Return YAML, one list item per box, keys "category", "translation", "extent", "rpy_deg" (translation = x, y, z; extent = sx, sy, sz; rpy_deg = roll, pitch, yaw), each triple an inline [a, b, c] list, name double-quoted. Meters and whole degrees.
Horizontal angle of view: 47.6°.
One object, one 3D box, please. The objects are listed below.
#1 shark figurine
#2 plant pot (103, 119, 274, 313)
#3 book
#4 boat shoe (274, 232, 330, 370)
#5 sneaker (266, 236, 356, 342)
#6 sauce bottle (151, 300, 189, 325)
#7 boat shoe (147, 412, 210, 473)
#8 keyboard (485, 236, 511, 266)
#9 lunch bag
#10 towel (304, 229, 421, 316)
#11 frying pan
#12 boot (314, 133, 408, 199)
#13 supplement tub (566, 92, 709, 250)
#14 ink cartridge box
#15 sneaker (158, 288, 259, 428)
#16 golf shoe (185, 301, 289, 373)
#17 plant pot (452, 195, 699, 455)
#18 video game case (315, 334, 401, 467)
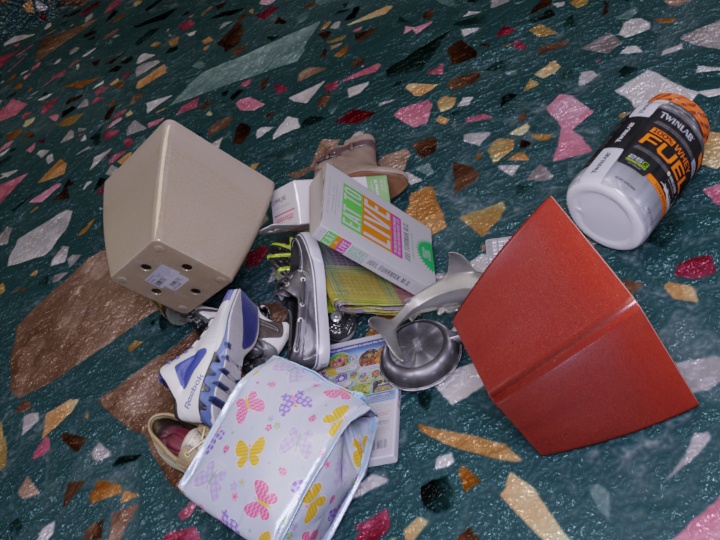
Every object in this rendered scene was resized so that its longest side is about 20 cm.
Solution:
- category: "shark figurine"
  translation: [0.107, 0.024, 1.056]
  extent: [0.210, 0.091, 0.129]
  rpy_deg: [-15, 35, 0]
- category: "plant pot"
  translation: [-0.265, -0.059, 1.209]
  extent: [0.198, 0.198, 0.180]
  rpy_deg: [-31, 44, 38]
- category: "book"
  translation: [0.018, -0.051, 1.162]
  extent: [0.048, 0.198, 0.135]
  rpy_deg: [-46, 28, 32]
- category: "boat shoe"
  translation: [-0.087, 0.040, 1.131]
  extent: [0.065, 0.070, 0.204]
  rpy_deg: [2, 69, -22]
- category: "sneaker"
  translation: [-0.066, 0.033, 1.223]
  extent: [0.075, 0.077, 0.201]
  rpy_deg: [-31, 57, -13]
- category: "sauce bottle"
  translation: [-0.339, 0.024, 1.402]
  extent: [0.064, 0.065, 0.199]
  rpy_deg: [-38, 41, -12]
- category: "boat shoe"
  translation: [-0.216, 0.241, 1.089]
  extent: [0.197, 0.067, 0.075]
  rpy_deg: [8, 51, 37]
- category: "keyboard"
  translation: [0.202, 0.017, 1.101]
  extent: [0.055, 0.011, 0.202]
  rpy_deg: [-13, 38, 15]
- category: "lunch bag"
  translation: [-0.084, 0.218, 0.961]
  extent: [0.167, 0.127, 0.203]
  rpy_deg: [19, 74, 32]
- category: "towel"
  translation: [0.000, 0.000, 1.193]
  extent: [0.141, 0.023, 0.201]
  rpy_deg: [2, 34, -23]
- category: "frying pan"
  translation: [0.110, 0.103, 1.054]
  extent: [0.186, 0.031, 0.116]
  rpy_deg: [-6, 44, 22]
- category: "boot"
  translation: [0.003, -0.181, 1.408]
  extent: [0.196, 0.071, 0.148]
  rpy_deg: [-7, 42, 25]
- category: "supplement tub"
  translation: [0.372, -0.136, 1.084]
  extent: [0.121, 0.124, 0.200]
  rpy_deg: [21, 60, 44]
- category: "ink cartridge box"
  translation: [-0.065, -0.100, 1.254]
  extent: [0.196, 0.069, 0.117]
  rpy_deg: [-7, -3, -26]
- category: "sneaker"
  translation: [-0.215, 0.120, 1.112]
  extent: [0.113, 0.081, 0.203]
  rpy_deg: [-4, 56, 22]
- category: "golf shoe"
  translation: [-0.184, 0.088, 1.240]
  extent: [0.198, 0.079, 0.094]
  rpy_deg: [24, 53, 36]
- category: "plant pot"
  translation: [0.220, 0.081, 0.906]
  extent: [0.175, 0.200, 0.201]
  rpy_deg: [-36, 37, 11]
- category: "video game case"
  translation: [-0.013, 0.173, 1.077]
  extent: [0.140, 0.018, 0.202]
  rpy_deg: [-14, 42, 19]
